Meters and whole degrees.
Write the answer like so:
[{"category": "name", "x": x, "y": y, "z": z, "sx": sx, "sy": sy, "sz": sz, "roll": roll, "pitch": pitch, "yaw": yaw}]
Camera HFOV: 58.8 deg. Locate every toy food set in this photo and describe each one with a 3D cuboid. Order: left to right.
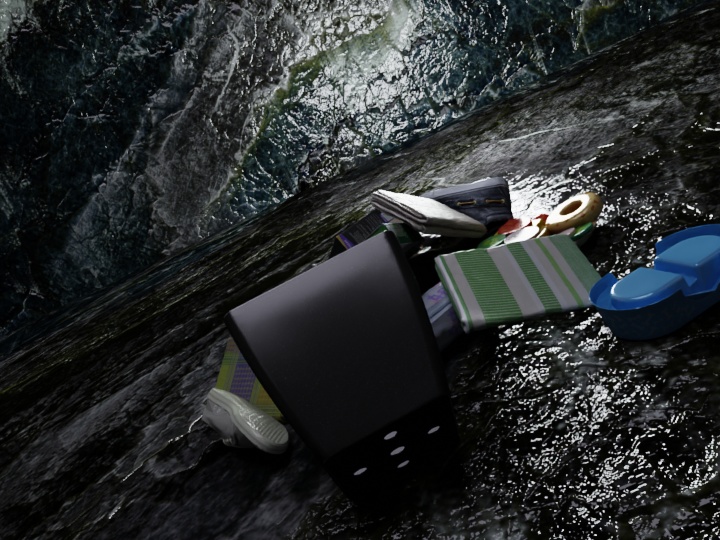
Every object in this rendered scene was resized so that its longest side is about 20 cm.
[{"category": "toy food set", "x": 0.300, "y": -0.061, "z": 1.069, "sx": 0.199, "sy": 0.049, "sz": 0.198, "roll": -10, "pitch": 23, "yaw": 42}]

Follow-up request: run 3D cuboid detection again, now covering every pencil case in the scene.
[{"category": "pencil case", "x": 0.102, "y": 0.073, "z": 0.890, "sx": 0.199, "sy": 0.083, "sz": 0.091, "roll": -37, "pitch": -6, "yaw": -32}]

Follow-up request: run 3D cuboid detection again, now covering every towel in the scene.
[{"category": "towel", "x": -0.157, "y": 0.163, "z": 0.994, "sx": 0.199, "sy": 0.023, "sz": 0.145, "roll": -11, "pitch": 60, "yaw": 42}, {"category": "towel", "x": 0.115, "y": -0.091, "z": 1.075, "sx": 0.132, "sy": 0.035, "sz": 0.199, "roll": 33, "pitch": 20, "yaw": 36}, {"category": "towel", "x": 0.212, "y": 0.013, "z": 0.855, "sx": 0.198, "sy": 0.024, "sz": 0.153, "roll": -11, "pitch": 39, "yaw": -5}]

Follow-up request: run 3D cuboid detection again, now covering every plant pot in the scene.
[{"category": "plant pot", "x": 0.001, "y": 0.118, "z": 0.680, "sx": 0.198, "sy": 0.201, "sz": 0.178, "roll": -27, "pitch": 55, "yaw": -5}]

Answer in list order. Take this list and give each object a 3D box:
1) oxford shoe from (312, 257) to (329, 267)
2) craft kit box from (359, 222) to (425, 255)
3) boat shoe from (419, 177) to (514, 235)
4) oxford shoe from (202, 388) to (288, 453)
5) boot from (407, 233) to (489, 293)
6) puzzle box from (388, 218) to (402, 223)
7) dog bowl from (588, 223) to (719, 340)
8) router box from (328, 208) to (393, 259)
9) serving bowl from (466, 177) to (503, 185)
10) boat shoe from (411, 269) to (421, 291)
[{"category": "oxford shoe", "x": -0.026, "y": -0.030, "z": 1.453, "sx": 0.199, "sy": 0.058, "sz": 0.075, "roll": -29, "pitch": 14, "yaw": -15}, {"category": "craft kit box", "x": 0.000, "y": 0.000, "z": 1.028, "sx": 0.197, "sy": 0.049, "sz": 0.200, "roll": -37, "pitch": -6, "yaw": 17}, {"category": "boat shoe", "x": 0.187, "y": -0.106, "z": 1.202, "sx": 0.198, "sy": 0.092, "sz": 0.071, "roll": -14, "pitch": -24, "yaw": 18}, {"category": "oxford shoe", "x": -0.161, "y": 0.217, "z": 0.876, "sx": 0.199, "sy": 0.075, "sz": 0.058, "roll": 13, "pitch": 78, "yaw": 53}, {"category": "boot", "x": 0.122, "y": -0.022, "z": 1.173, "sx": 0.199, "sy": 0.074, "sz": 0.150, "roll": -28, "pitch": 17, "yaw": -18}, {"category": "puzzle box", "x": 0.037, "y": -0.033, "z": 1.223, "sx": 0.133, "sy": 0.025, "sz": 0.200, "roll": -39, "pitch": -12, "yaw": -14}, {"category": "dog bowl", "x": 0.362, "y": 0.014, "z": 0.742, "sx": 0.199, "sy": 0.050, "sz": 0.111, "roll": -29, "pitch": 17, "yaw": -13}, {"category": "router box", "x": 0.009, "y": -0.046, "z": 1.280, "sx": 0.157, "sy": 0.052, "sz": 0.200, "roll": -37, "pitch": -12, "yaw": -23}, {"category": "serving bowl", "x": 0.224, "y": -0.122, "z": 1.342, "sx": 0.198, "sy": 0.066, "sz": 0.200, "roll": -24, "pitch": 17, "yaw": 8}, {"category": "boat shoe", "x": 0.058, "y": 0.038, "z": 0.944, "sx": 0.068, "sy": 0.201, "sz": 0.057, "roll": -30, "pitch": 52, "yaw": -2}]
